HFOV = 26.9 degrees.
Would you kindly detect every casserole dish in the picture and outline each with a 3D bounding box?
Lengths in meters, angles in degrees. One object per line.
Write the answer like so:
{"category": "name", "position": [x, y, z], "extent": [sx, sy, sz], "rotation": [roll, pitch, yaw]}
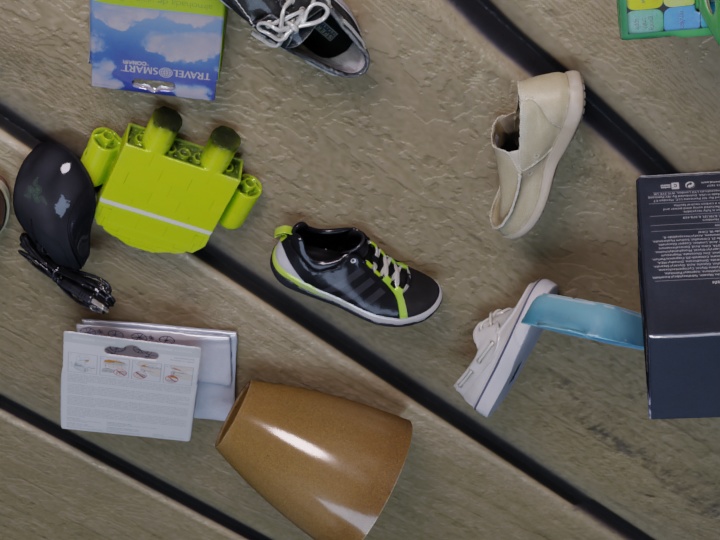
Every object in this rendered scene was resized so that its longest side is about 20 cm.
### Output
{"category": "casserole dish", "position": [0.252, 0.056, 1.606], "extent": [0.121, 0.039, 0.200], "rotation": [10, 178, 32]}

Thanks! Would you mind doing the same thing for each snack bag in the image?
{"category": "snack bag", "position": [-0.244, 0.127, 1.821], "extent": [0.188, 0.021, 0.200], "rotation": [5, 142, -2]}

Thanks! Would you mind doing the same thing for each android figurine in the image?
{"category": "android figurine", "position": [-0.197, -0.084, 1.527], "extent": [0.182, 0.041, 0.200], "rotation": [16, 140, -15]}

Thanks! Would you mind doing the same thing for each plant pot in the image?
{"category": "plant pot", "position": [-0.067, 0.219, 1.818], "extent": [0.200, 0.187, 0.186], "rotation": [29, 138, -9]}

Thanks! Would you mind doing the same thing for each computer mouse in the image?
{"category": "computer mouse", "position": [-0.316, -0.043, 1.544], "extent": [0.138, 0.053, 0.200], "rotation": [33, 141, 21]}

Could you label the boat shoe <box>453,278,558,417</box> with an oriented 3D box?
{"category": "boat shoe", "position": [0.159, 0.078, 1.690], "extent": [0.066, 0.072, 0.200], "rotation": [35, 135, 15]}

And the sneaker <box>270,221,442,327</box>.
{"category": "sneaker", "position": [0.000, 0.000, 1.594], "extent": [0.199, 0.072, 0.083], "rotation": [14, 140, -13]}

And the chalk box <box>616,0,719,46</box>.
{"category": "chalk box", "position": [0.249, -0.258, 1.133], "extent": [0.124, 0.200, 0.125], "rotation": [-4, 142, 10]}

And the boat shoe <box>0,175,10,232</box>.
{"category": "boat shoe", "position": [-0.423, -0.027, 1.593], "extent": [0.075, 0.075, 0.202], "rotation": [18, 140, -18]}

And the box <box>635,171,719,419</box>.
{"category": "box", "position": [0.333, 0.025, 1.493], "extent": [0.107, 0.200, 0.149], "rotation": [-3, 142, 9]}

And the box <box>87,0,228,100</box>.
{"category": "box", "position": [-0.176, -0.240, 1.317], "extent": [0.122, 0.048, 0.200], "rotation": [7, 142, -5]}

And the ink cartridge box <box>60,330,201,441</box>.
{"category": "ink cartridge box", "position": [-0.271, 0.125, 1.771], "extent": [0.160, 0.047, 0.200], "rotation": [7, 140, -6]}

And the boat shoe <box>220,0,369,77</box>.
{"category": "boat shoe", "position": [-0.062, -0.220, 1.277], "extent": [0.074, 0.068, 0.199], "rotation": [-39, 142, 12]}

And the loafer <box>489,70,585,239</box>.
{"category": "loafer", "position": [0.155, -0.114, 1.437], "extent": [0.068, 0.076, 0.200], "rotation": [11, 132, -7]}
